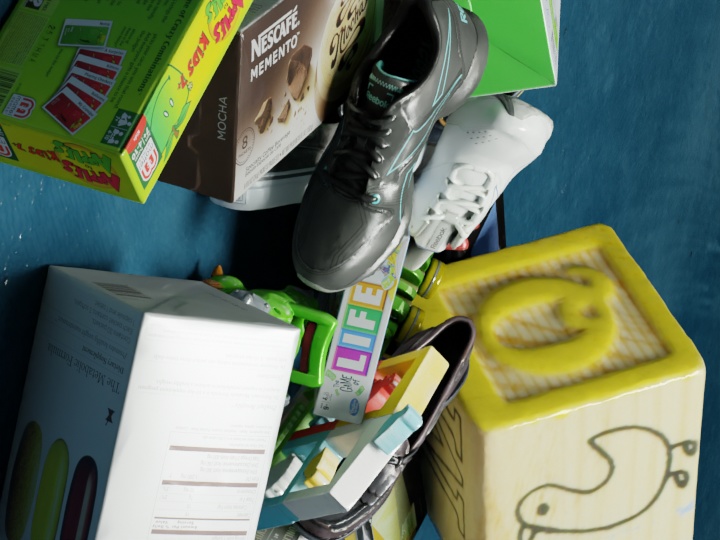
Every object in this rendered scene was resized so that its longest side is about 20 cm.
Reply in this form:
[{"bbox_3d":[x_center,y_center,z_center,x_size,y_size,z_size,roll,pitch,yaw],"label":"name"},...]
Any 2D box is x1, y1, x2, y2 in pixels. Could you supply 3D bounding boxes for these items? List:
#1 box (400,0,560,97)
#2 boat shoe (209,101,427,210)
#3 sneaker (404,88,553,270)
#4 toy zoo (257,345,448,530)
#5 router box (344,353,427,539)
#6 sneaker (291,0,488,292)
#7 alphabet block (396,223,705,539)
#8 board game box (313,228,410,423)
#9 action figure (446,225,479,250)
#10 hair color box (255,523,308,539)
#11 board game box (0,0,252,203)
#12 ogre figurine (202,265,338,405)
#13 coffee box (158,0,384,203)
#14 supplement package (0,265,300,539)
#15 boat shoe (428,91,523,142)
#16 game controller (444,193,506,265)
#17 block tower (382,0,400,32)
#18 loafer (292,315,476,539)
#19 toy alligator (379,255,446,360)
[{"bbox_3d":[0.075,-0.244,1.584,0.177,0.096,0.201,-82,162,-54],"label":"box"},{"bbox_3d":[-0.020,-0.090,1.575,0.200,0.072,0.071,-21,123,-51],"label":"boat shoe"},{"bbox_3d":[0.072,-0.059,1.650,0.200,0.074,0.088,129,-19,-62],"label":"sneaker"},{"bbox_3d":[-0.016,0.114,1.618,0.020,0.200,0.131,46,59,-16],"label":"toy zoo"},{"bbox_3d":[-0.011,0.180,1.842,0.201,0.052,0.158,80,33,-49],"label":"router box"},{"bbox_3d":[0.007,-0.084,1.494,0.201,0.075,0.079,-64,157,-5],"label":"sneaker"},{"bbox_3d":[0.145,0.113,1.903,0.194,0.197,0.201,-16,132,-14],"label":"alphabet block"},{"bbox_3d":[0.000,0.000,1.639,0.200,0.034,0.135,-91,-166,-69],"label":"board game box"},{"bbox_3d":[0.062,-0.117,1.824,0.065,0.051,0.201,-50,144,-57],"label":"action figure"},{"bbox_3d":[-0.067,0.259,1.745,0.201,0.064,0.111,83,30,-48],"label":"hair color box"},{"bbox_3d":[-0.120,-0.140,1.280,0.048,0.101,0.201,71,40,-57],"label":"board game box"},{"bbox_3d":[-0.074,0.067,1.549,0.200,0.098,0.121,14,103,-57],"label":"ogre figurine"},{"bbox_3d":[-0.061,-0.139,1.454,0.200,0.079,0.114,-45,147,-52],"label":"coffee box"},{"bbox_3d":[-0.126,0.111,1.376,0.109,0.113,0.202,7,99,-37],"label":"supplement package"},{"bbox_3d":[0.076,-0.123,1.735,0.070,0.091,0.202,13,102,-27],"label":"boat shoe"},{"bbox_3d":[0.096,0.001,1.985,0.201,0.042,0.105,82,18,-45],"label":"game controller"},{"bbox_3d":[0.004,-0.171,1.617,0.054,0.057,0.200,-64,154,-23],"label":"block tower"},{"bbox_3d":[0.017,0.104,1.704,0.200,0.072,0.063,-50,176,-33],"label":"loafer"},{"bbox_3d":[0.016,0.032,1.773,0.201,0.059,0.054,-65,-174,-24],"label":"toy alligator"}]
